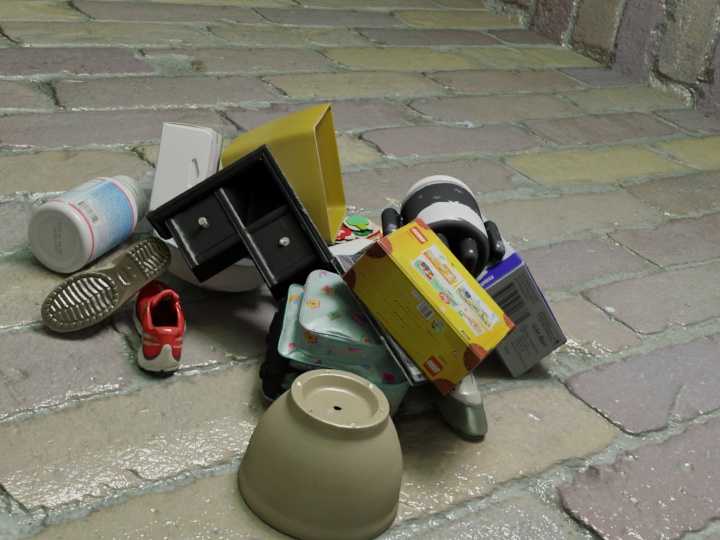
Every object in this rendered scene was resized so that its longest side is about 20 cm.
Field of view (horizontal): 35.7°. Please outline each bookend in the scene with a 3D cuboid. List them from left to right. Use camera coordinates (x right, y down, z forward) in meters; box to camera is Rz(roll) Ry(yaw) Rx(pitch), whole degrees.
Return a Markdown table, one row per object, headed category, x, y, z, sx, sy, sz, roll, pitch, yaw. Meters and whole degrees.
| category | x | y | z | sx | sy | sz | roll | pitch | yaw |
| --- | --- | --- | --- | --- | --- | --- | --- | --- | --- |
| bookend | -0.164 | -0.035 | 1.572 | 0.198 | 0.092 | 0.200 | -30 | 75 | -5 |

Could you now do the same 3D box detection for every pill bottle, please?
| category | x | y | z | sx | sy | sz | roll | pitch | yaw |
| --- | --- | --- | --- | --- | --- | --- | --- | --- | --- |
| pill bottle | -0.413 | -0.079 | 1.724 | 0.107 | 0.110 | 0.200 | 20 | 26 | 13 |

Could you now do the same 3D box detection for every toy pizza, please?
| category | x | y | z | sx | sy | sz | roll | pitch | yaw |
| --- | --- | --- | --- | --- | --- | --- | --- | --- | --- |
| toy pizza | 0.007 | -0.051 | 1.970 | 0.197 | 0.032 | 0.201 | 11 | 26 | -5 |

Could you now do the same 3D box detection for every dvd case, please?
| category | x | y | z | sx | sy | sz | roll | pitch | yaw |
| --- | --- | --- | --- | --- | --- | --- | --- | --- | --- |
| dvd case | 0.057 | 0.060 | 1.477 | 0.148 | 0.016 | 0.201 | -1 | 53 | -55 |

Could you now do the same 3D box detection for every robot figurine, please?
| category | x | y | z | sx | sy | sz | roll | pitch | yaw |
| --- | --- | --- | --- | --- | --- | --- | --- | --- | --- |
| robot figurine | 0.119 | -0.051 | 1.612 | 0.150 | 0.124 | 0.201 | 44 | 21 | -28 |

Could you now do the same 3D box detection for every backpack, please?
| category | x | y | z | sx | sy | sz | roll | pitch | yaw |
| --- | --- | --- | --- | --- | --- | --- | --- | --- | --- |
| backpack | -0.018 | 0.106 | 1.505 | 0.198 | 0.154 | 0.177 | 23 | 31 | -12 |

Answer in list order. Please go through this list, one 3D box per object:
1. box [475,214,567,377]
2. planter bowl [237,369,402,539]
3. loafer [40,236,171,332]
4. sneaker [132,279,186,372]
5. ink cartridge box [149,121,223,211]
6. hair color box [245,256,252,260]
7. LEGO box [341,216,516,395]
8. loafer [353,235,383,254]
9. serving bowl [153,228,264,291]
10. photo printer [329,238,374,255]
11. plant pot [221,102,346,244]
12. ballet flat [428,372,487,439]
| category | x | y | z | sx | sy | sz | roll | pitch | yaw |
| --- | --- | --- | --- | --- | --- | --- | --- | --- | --- |
| box | 0.203 | 0.028 | 1.720 | 0.104 | 0.185 | 0.200 | -34 | 35 | 0 |
| planter bowl | -0.036 | 0.204 | 1.321 | 0.197 | 0.136 | 0.201 | 12 | 26 | -6 |
| loafer | -0.353 | 0.026 | 1.563 | 0.199 | 0.068 | 0.076 | -31 | 86 | -24 |
| sneaker | -0.270 | 0.059 | 1.547 | 0.076 | 0.086 | 0.201 | 5 | 27 | -18 |
| ink cartridge box | -0.282 | -0.161 | 1.834 | 0.083 | 0.148 | 0.200 | 9 | 2 | -2 |
| hair color box | -0.163 | -0.071 | 1.745 | 0.108 | 0.066 | 0.200 | 14 | 13 | -10 |
| LEGO box | 0.091 | 0.041 | 1.447 | 0.200 | 0.077 | 0.149 | 49 | 28 | 7 |
| loafer | 0.000 | 0.000 | 1.645 | 0.072 | 0.073 | 0.200 | 30 | 42 | 20 |
| serving bowl | -0.227 | -0.014 | 1.722 | 0.197 | 0.067 | 0.200 | 15 | 15 | -4 |
| photo printer | -0.009 | 0.026 | 1.730 | 0.198 | 0.070 | 0.166 | -16 | 42 | -31 |
| plant pot | -0.133 | -0.159 | 1.926 | 0.174 | 0.203 | 0.200 | -6 | 19 | 8 |
| ballet flat | 0.130 | 0.156 | 1.583 | 0.066 | 0.064 | 0.200 | 4 | 28 | -22 |
